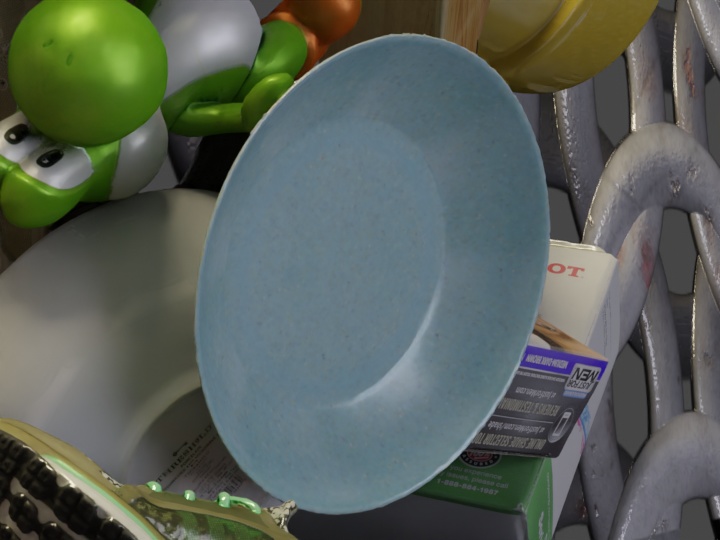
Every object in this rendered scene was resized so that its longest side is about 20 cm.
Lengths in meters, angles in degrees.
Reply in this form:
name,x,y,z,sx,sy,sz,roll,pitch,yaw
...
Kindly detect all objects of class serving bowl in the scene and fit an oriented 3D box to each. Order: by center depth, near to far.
name,x,y,z,sx,sy,sz,roll,pitch,yaw
serving bowl,-0.083,0.069,0.753,0.200,0.066,0.201,-22,128,-30

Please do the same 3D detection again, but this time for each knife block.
name,x,y,z,sx,sy,sz,roll,pitch,yaw
knife block,0.016,-0.099,0.863,0.200,0.064,0.176,-37,143,-73

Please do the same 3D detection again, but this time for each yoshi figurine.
name,x,y,z,sx,sy,sz,roll,pitch,yaw
yoshi figurine,-0.079,-0.094,0.715,0.200,0.112,0.112,-46,131,-42

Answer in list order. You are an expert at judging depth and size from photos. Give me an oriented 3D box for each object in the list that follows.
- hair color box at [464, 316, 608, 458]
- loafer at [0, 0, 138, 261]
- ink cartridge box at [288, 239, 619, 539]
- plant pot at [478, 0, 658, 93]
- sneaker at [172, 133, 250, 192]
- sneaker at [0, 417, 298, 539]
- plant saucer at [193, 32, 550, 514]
name,x,y,z,sx,sy,sz,roll,pitch,yaw
hair color box,0.015,0.018,0.886,0.109,0.200,0.065,13,108,-57
loafer,-0.144,-0.090,0.775,0.076,0.068,0.201,-27,125,-55
ink cartridge box,0.053,0.072,0.978,0.088,0.145,0.200,81,26,-43
plant pot,0.052,-0.214,1.010,0.188,0.200,0.202,4,81,-42
sneaker,-0.090,0.011,0.798,0.115,0.076,0.201,1,107,-50
sneaker,-0.058,0.113,0.653,0.200,0.077,0.089,34,32,1
plant saucer,0.000,0.000,0.727,0.201,0.039,0.202,-14,112,-40
